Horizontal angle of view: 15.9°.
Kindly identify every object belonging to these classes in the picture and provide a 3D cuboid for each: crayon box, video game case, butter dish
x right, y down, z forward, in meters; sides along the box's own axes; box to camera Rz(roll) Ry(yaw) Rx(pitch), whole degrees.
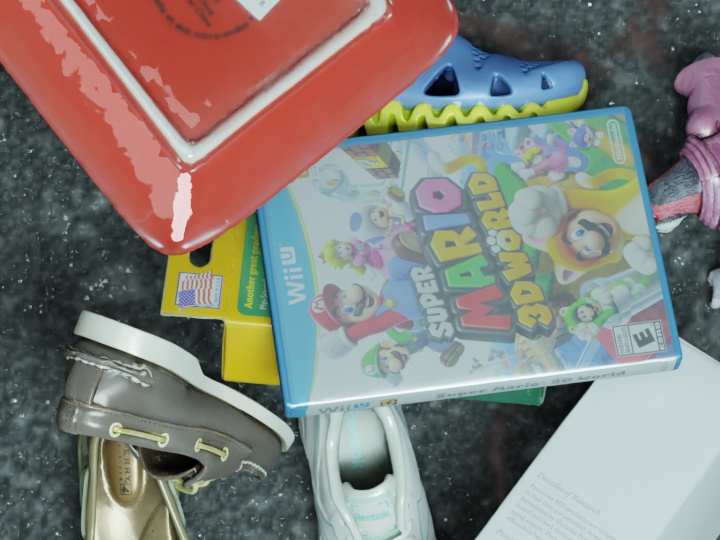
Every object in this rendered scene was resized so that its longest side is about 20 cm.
[{"bbox_3d":[0.000,0.000,1.346,0.198,0.052,0.126,5,48,-1],"label":"crayon box"},{"bbox_3d":[0.051,-0.006,1.295,0.198,0.018,0.144,-7,67,-5],"label":"video game case"},{"bbox_3d":[-0.085,-0.128,1.293,0.199,0.148,0.200,-39,90,-12],"label":"butter dish"}]

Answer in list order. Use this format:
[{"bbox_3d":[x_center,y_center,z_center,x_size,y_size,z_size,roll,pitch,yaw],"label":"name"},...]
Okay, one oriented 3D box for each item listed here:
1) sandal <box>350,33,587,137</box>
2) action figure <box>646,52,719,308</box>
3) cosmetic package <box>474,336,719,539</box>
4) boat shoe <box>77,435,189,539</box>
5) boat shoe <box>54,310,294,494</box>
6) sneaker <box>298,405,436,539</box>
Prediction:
[{"bbox_3d":[0.022,-0.109,1.370,0.198,0.079,0.088,1,85,-2],"label":"sandal"},{"bbox_3d":[0.226,-0.056,1.342,0.199,0.149,0.135,-23,96,-15],"label":"action figure"},{"bbox_3d":[0.122,0.138,1.318,0.081,0.113,0.200,30,70,21],"label":"cosmetic package"},{"bbox_3d":[-0.119,0.167,1.369,0.073,0.063,0.202,-12,89,-1],"label":"boat shoe"},{"bbox_3d":[-0.095,0.078,1.309,0.071,0.200,0.060,17,79,25],"label":"boat shoe"},{"bbox_3d":[0.006,0.142,1.364,0.070,0.080,0.202,-15,91,-3],"label":"sneaker"}]
